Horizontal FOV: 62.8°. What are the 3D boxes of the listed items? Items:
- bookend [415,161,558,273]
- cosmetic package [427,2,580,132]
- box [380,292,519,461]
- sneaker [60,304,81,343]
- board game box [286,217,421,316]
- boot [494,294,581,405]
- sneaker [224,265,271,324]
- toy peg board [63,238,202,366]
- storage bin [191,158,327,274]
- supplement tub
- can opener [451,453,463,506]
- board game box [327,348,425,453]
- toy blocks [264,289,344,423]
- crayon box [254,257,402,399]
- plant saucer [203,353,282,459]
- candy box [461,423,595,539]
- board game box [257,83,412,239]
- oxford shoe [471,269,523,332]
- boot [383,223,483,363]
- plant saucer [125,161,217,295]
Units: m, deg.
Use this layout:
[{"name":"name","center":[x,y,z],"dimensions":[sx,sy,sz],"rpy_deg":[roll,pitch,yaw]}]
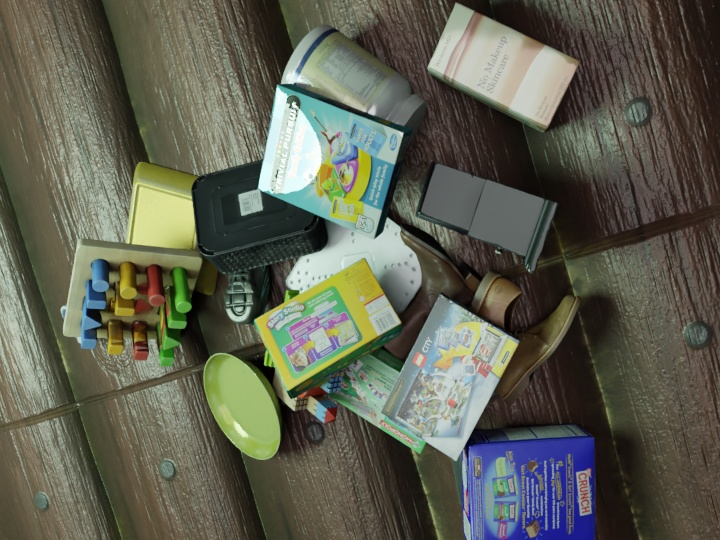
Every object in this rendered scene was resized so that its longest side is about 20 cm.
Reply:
[{"name":"bookend","center":[0.169,-0.085,0.848],"dimensions":[0.193,0.200,0.095],"rpy_deg":[21,101,10]},{"name":"cosmetic package","center":[0.208,-0.295,0.869],"dimensions":[0.195,0.087,0.106],"rpy_deg":[28,104,10]},{"name":"box","center":[0.133,0.157,0.886],"dimensions":[0.134,0.038,0.205],"rpy_deg":[29,98,11]},{"name":"sneaker","center":[-0.476,0.055,1.098],"dimensions":[0.082,0.114,0.199],"rpy_deg":[53,135,4]},{"name":"board game box","center":[0.000,0.000,0.992],"dimensions":[0.198,0.026,0.203],"rpy_deg":[37,105,7]},{"name":"boot","center":[0.264,0.110,0.919],"dimensions":[0.075,0.073,0.203],"rpy_deg":[39,107,17]},{"name":"sneaker","center":[-0.194,-0.006,1.022],"dimensions":[0.073,0.079,0.208],"rpy_deg":[-2,77,19]},{"name":"toy peg board","center":[-0.374,0.067,0.976],"dimensions":[0.203,0.193,0.099],"rpy_deg":[-62,38,32]},{"name":"storage bin","center":[-0.160,-0.091,0.947],"dimensions":[0.193,0.094,0.140],"rpy_deg":[-13,71,1]},{"name":"supplement tub","center":[-0.010,-0.257,0.900],"dimensions":[0.197,0.145,0.147],"rpy_deg":[36,104,7]},{"name":"can opener","center":[0.162,0.286,0.981],"dimensions":[0.065,0.052,0.207],"rpy_deg":[-11,93,50]},{"name":"board game box","center":[0.039,0.201,0.975],"dimensions":[0.196,0.029,0.137],"rpy_deg":[29,128,12]},{"name":"toy blocks","center":[-0.079,0.151,0.961],"dimensions":[0.135,0.098,0.208],"rpy_deg":[23,107,47]},{"name":"crayon box","center":[-0.048,0.085,0.888],"dimensions":[0.196,0.059,0.121],"rpy_deg":[-29,69,-9]},{"name":"plant saucer","center":[-0.201,0.233,1.037],"dimensions":[0.195,0.031,0.207],"rpy_deg":[19,122,33]},{"name":"candy box","center":[0.259,0.337,0.919],"dimensions":[0.192,0.077,0.176],"rpy_deg":[-3,95,-1]},{"name":"board game box","center":[-0.041,-0.156,0.837],"dimensions":[0.195,0.047,0.156],"rpy_deg":[23,114,13]},{"name":"oxford shoe","center":[0.193,0.109,0.917],"dimensions":[0.070,0.070,0.206],"rpy_deg":[27,108,28]},{"name":"boot","center":[0.079,0.051,0.935],"dimensions":[0.184,0.065,0.201],"rpy_deg":[34,108,-19]},{"name":"plant saucer","center":[-0.344,-0.075,1.061],"dimensions":[0.193,0.048,0.207],"rpy_deg":[15,100,12]}]
